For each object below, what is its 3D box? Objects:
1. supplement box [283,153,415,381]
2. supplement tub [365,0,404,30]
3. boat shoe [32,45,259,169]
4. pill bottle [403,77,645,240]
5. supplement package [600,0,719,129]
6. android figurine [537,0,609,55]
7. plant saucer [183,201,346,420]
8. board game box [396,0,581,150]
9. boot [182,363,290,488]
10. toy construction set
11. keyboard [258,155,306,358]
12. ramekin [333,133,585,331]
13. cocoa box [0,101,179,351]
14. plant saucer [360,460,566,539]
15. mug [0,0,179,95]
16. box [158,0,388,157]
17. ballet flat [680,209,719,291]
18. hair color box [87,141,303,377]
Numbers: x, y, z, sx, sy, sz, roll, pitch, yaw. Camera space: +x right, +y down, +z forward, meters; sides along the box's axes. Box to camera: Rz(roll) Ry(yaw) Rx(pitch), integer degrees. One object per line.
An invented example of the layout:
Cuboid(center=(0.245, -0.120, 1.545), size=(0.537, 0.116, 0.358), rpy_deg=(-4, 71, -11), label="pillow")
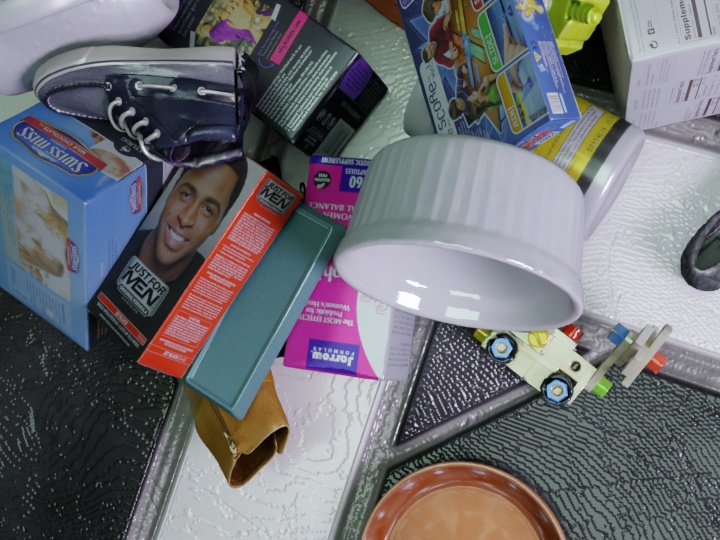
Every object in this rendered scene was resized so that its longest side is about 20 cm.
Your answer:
Cuboid(center=(0.000, 0.000, 0.888), size=(0.101, 0.103, 0.201), rpy_deg=(6, 87, 15), label="supplement box")
Cuboid(center=(0.084, -0.333, 0.894), size=(0.122, 0.123, 0.200), rpy_deg=(36, 93, 16), label="supplement tub")
Cuboid(center=(-0.188, -0.137, 0.802), size=(0.199, 0.075, 0.093), rpy_deg=(-4, 66, 6), label="boat shoe")
Cuboid(center=(0.146, -0.122, 0.857), size=(0.199, 0.114, 0.115), rpy_deg=(31, 92, 15), label="pill bottle")
Cuboid(center=(0.265, -0.227, 0.793), size=(0.110, 0.200, 0.157), rpy_deg=(-10, 80, 12), label="supplement package")
Cuboid(center=(0.139, -0.249, 0.764), size=(0.200, 0.041, 0.183), rpy_deg=(46, 131, 52), label="android figurine")
Cuboid(center=(-0.089, 0.032, 0.844), size=(0.070, 0.019, 0.201), rpy_deg=(29, 89, 18), label="plant saucer")
Cuboid(center=(0.095, -0.186, 0.762), size=(0.135, 0.034, 0.201), rpy_deg=(-30, 71, 55), label="board game box")
Cuboid(center=(-0.099, 0.093, 0.881), size=(0.144, 0.071, 0.202), rpy_deg=(49, 122, 40), label="boot")
Cuboid(center=(0.180, 0.045, 0.847), size=(0.200, 0.092, 0.131), rpy_deg=(39, 94, 26), label="toy construction set")
Cuboid(center=(-0.081, -0.013, 0.952), size=(0.104, 0.040, 0.201), rpy_deg=(-14, 81, 36), label="keyboard")
Cuboid(center=(0.084, -0.028, 0.749), size=(0.199, 0.201, 0.098), rpy_deg=(8, 72, 15), label="ramekin")
Cuboid(center=(-0.262, -0.052, 0.895), size=(0.133, 0.131, 0.201), rpy_deg=(32, 136, 17), label="cocoa box")
Cuboid(center=(0.096, 0.278, 0.865), size=(0.199, 0.032, 0.202), rpy_deg=(-2, 82, 15), label="plant saucer")
Cuboid(center=(-0.263, -0.243, 0.822), size=(0.174, 0.200, 0.148), rpy_deg=(-14, 111, 8), label="mug")
Cuboid(center=(-0.090, -0.209, 0.924), size=(0.200, 0.122, 0.106), rpy_deg=(40, 95, 16), label="box")
Cuboid(center=(0.362, -0.059, 0.823), size=(0.066, 0.057, 0.200), rpy_deg=(41, 94, 14), label="ballet flat")
Cuboid(center=(-0.151, -0.016, 0.842), size=(0.101, 0.061, 0.201), rpy_deg=(35, 92, 38), label="hair color box")
